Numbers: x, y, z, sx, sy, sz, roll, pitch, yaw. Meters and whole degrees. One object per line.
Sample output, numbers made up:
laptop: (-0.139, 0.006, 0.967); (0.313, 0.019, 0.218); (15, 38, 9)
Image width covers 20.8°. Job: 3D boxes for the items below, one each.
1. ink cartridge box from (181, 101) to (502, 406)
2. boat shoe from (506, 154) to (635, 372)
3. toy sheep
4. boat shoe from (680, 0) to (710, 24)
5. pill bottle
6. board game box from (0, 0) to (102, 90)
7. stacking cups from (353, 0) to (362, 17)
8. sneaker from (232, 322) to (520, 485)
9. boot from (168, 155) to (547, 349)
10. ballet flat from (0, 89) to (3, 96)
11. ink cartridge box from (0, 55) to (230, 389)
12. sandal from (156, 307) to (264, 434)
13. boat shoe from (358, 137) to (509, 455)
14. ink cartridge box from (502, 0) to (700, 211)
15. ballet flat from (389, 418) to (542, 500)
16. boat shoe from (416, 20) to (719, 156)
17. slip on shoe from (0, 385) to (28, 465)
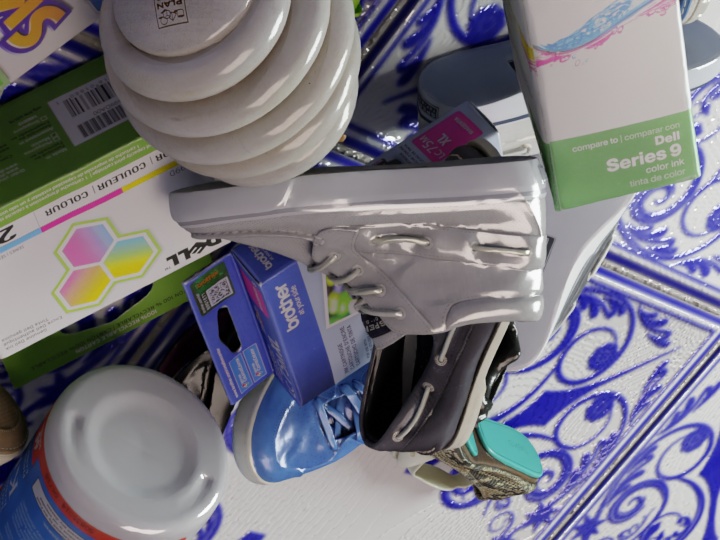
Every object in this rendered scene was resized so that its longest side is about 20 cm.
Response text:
ink cartridge box: (0.000, 0.000, 1.142); (0.199, 0.042, 0.120); (-31, 141, -13)
boat shoe: (0.135, -0.028, 1.289); (0.201, 0.071, 0.068); (-68, 167, 14)
toy sheep: (-0.064, -0.114, 0.945); (0.138, 0.138, 0.200); (-40, 145, 5)
boat shoe: (0.176, -0.216, 1.126); (0.072, 0.072, 0.201); (-17, 137, -20)
pill bottle: (-0.165, 0.152, 1.177); (0.111, 0.113, 0.200); (-4, 149, -33)
board game box: (-0.146, -0.158, 0.941); (0.200, 0.030, 0.096); (-38, 143, -21)
stacking cups: (0.000, -0.201, 1.032); (0.060, 0.061, 0.201); (8, 118, -41)
sneaker: (0.018, 0.071, 1.209); (0.199, 0.111, 0.077); (-33, 119, -40)
boot: (0.002, -0.005, 1.023); (0.198, 0.074, 0.097); (-4, 96, -2)
ballet flat: (-0.238, -0.046, 0.973); (0.069, 0.071, 0.201); (27, 76, -10)
ink cartridge box: (-0.147, -0.006, 1.089); (0.147, 0.076, 0.201); (-28, 138, -11)
sandal: (-0.096, 0.056, 1.205); (0.048, 0.075, 0.202); (20, 113, -13)
boat shoe: (0.041, 0.021, 1.107); (0.062, 0.073, 0.202); (-9, 126, -28)
ink cartridge box: (0.117, -0.159, 1.039); (0.087, 0.146, 0.201); (-13, 125, 4)
ballet flat: (0.061, 0.121, 1.382); (0.075, 0.068, 0.200); (-28, 145, 14)
boat shoe: (0.128, -0.097, 1.205); (0.200, 0.075, 0.087); (-16, 137, -18)
slip on shoe: (-0.236, 0.042, 1.075); (0.060, 0.076, 0.200); (-35, 134, 8)
